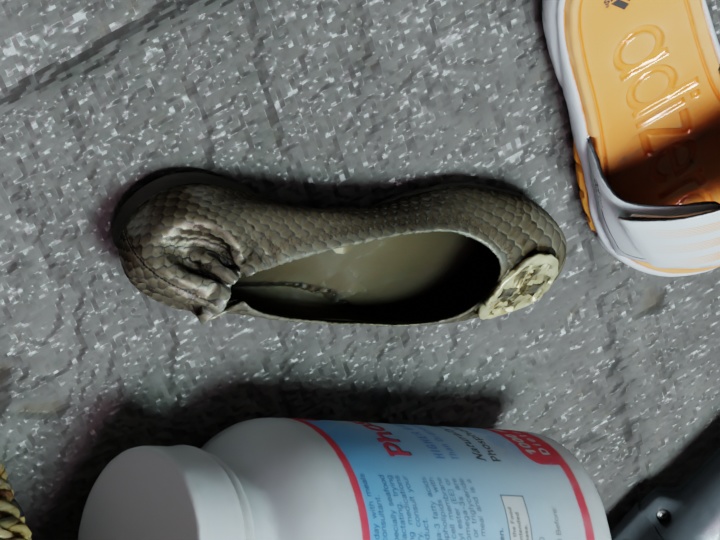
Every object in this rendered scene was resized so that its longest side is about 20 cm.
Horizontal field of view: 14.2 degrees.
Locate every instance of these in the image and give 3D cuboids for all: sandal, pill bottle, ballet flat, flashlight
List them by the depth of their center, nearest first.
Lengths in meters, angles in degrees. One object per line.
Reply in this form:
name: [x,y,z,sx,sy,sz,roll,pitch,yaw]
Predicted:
ballet flat: [0.000,0.000,1.050,0.199,0.046,0.068,6,129,-39]
sandal: [0.118,-0.046,1.074,0.079,0.059,0.207,-33,142,0]
pill bottle: [-0.006,0.113,1.117,0.199,0.109,0.109,6,128,-39]
flashlight: [0.194,0.086,1.265,0.200,0.068,0.068,-48,143,16]

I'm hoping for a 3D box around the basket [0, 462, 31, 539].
basket: [-0.199,0.171,1.010,0.142,0.149,0.200,16,122,-44]
